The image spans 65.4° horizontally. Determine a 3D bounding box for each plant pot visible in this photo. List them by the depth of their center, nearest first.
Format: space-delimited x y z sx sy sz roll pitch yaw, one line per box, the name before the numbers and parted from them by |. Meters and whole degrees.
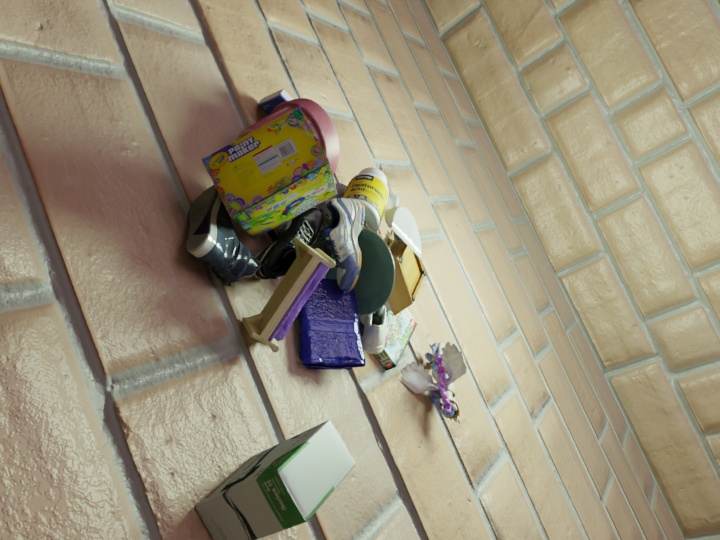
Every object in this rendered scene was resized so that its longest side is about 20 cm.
plant pot | -0.174 -0.271 1.264 0.178 0.199 0.202 -30 91 -44

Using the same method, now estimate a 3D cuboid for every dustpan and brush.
dustpan and brush | 0.098 -0.129 1.405 0.139 0.057 0.202 42 40 -38

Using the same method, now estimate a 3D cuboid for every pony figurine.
pony figurine | 0.208 0.270 1.443 0.194 0.165 0.200 60 15 -16

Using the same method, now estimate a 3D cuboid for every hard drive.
hard drive | -0.156 -0.363 1.413 0.200 0.131 0.026 42 72 -29

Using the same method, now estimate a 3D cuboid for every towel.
towel | -0.070 0.114 1.204 0.146 0.050 0.202 9 59 -30

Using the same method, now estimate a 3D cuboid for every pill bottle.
pill bottle | 0.010 -0.172 1.387 0.111 0.111 0.201 47 33 -22

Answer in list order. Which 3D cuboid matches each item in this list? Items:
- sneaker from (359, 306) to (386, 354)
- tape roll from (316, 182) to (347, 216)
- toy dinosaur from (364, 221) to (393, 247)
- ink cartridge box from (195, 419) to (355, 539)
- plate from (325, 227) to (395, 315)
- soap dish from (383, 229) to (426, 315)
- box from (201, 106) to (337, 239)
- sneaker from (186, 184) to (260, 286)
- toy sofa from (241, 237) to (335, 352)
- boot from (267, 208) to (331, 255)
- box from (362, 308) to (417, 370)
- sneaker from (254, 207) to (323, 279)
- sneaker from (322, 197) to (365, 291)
sneaker | 0.035 0.100 1.317 0.074 0.089 0.201 6 32 -8
tape roll | -0.043 -0.121 1.438 0.200 0.066 0.202 34 41 -36
toy dinosaur | 0.031 -0.050 1.310 0.201 0.106 0.060 55 44 -5
ink cartridge box | -0.128 0.322 0.841 0.084 0.199 0.146 58 31 2
plate | 0.000 0.000 1.274 0.025 0.199 0.202 -9 73 -53
soap dish | 0.100 -0.003 1.440 0.159 0.080 0.200 69 25 -19
box | -0.162 -0.175 1.068 0.123 0.198 0.193 61 -3 9
sneaker | -0.258 -0.063 1.077 0.146 0.076 0.204 46 25 -39
toy sofa | -0.126 0.050 1.053 0.097 0.201 0.083 34 1 -30
boot | -0.130 -0.096 1.233 0.131 0.067 0.201 -43 113 -18
box | 0.078 0.151 1.431 0.111 0.035 0.200 55 32 -11
sneaker | -0.125 -0.052 1.136 0.200 0.111 0.073 -48 115 -21
sneaker | -0.046 -0.057 1.215 0.087 0.075 0.203 5 85 -30
